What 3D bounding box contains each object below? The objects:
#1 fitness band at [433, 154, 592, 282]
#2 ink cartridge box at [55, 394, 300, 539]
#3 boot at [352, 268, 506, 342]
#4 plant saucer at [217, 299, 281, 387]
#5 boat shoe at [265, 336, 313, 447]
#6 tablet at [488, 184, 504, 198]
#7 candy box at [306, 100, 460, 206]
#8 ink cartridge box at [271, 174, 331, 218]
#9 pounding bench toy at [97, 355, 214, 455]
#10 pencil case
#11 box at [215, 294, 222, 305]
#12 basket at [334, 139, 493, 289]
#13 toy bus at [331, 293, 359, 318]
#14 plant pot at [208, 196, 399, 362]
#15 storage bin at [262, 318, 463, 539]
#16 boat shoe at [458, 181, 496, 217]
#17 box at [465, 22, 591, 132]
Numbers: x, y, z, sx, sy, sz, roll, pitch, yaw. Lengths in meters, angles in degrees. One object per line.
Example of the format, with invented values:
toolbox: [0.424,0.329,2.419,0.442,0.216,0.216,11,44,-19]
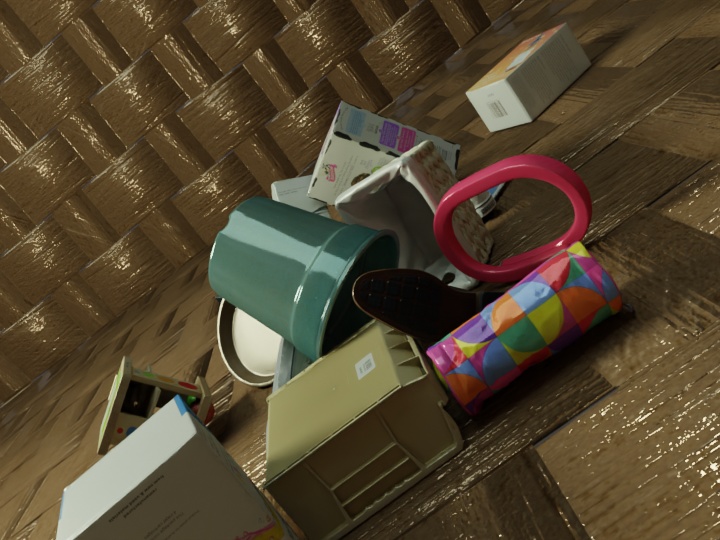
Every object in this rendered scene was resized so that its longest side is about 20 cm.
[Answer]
fitness band: [0.182,-0.060,0.884,0.199,0.144,0.037,-24,19,39]
ink cartridge box: [-0.153,0.249,0.668,0.144,0.201,0.147,-40,16,-14]
boot: [0.075,0.045,0.815,0.097,0.198,0.075,162,119,-72]
plant saucer: [-0.165,0.093,1.216,0.199,0.202,0.029,-27,-20,34]
boat shoe: [-0.081,0.170,0.957,0.071,0.069,0.201,112,166,-45]
tablet: [0.177,-0.098,1.240,0.130,0.014,0.200,-20,25,48]
candy box: [0.033,-0.157,1.148,0.168,0.199,0.072,122,163,-56]
ink cartridge box: [-0.086,-0.039,1.228,0.082,0.201,0.147,-14,-30,-11]
pounding bench toy: [-0.326,0.222,1.180,0.200,0.155,0.125,-161,89,-71]
pencil case: [0.164,0.058,0.718,0.199,0.089,0.088,-34,16,4]
box: [-0.147,0.031,1.402,0.197,0.124,0.200,-43,16,-23]
basket: [0.083,-0.065,1.032,0.135,0.201,0.123,-27,13,33]
toy bus: [-0.038,0.093,1.066,0.200,0.078,0.065,-39,16,-1]
plant pot: [-0.080,0.006,0.958,0.195,0.201,0.201,24,52,20]
storage bin: [-0.003,0.158,0.784,0.198,0.094,0.200,-36,16,5]
boat shoe: [0.153,-0.124,1.219,0.074,0.065,0.200,-44,18,-19]
box: [0.350,-0.401,1.523,0.200,0.107,0.152,-44,16,-16]
